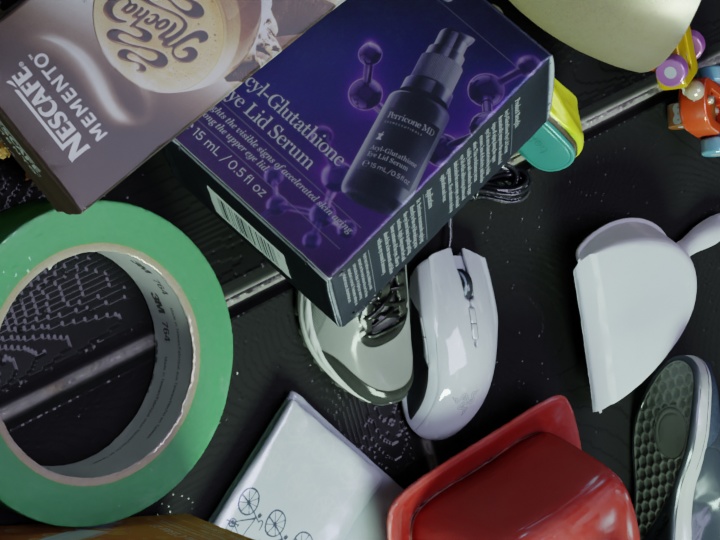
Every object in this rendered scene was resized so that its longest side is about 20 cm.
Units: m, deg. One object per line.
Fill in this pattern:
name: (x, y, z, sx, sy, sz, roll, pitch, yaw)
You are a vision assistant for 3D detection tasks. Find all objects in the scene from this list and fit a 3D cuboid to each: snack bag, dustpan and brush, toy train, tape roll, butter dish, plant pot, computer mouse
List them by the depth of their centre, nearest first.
tape roll: (-0.173, 0.055, 1.209, 0.200, 0.048, 0.201, -4, 97, -37)
snack bag: (-0.032, 0.213, 1.351, 0.200, 0.021, 0.189, 44, 68, -32)
plant pot: (0.151, -0.246, 1.356, 0.134, 0.200, 0.200, 9, 89, -12)
butter dish: (0.135, 0.218, 1.387, 0.200, 0.148, 0.200, -27, 117, -36)
computer mouse: (0.071, 0.023, 1.395, 0.110, 0.044, 0.200, -2, 96, -38)
toy train: (0.238, -0.188, 1.500, 0.150, 0.056, 0.200, 4, 82, -64)
dustpan and brush: (0.229, 0.005, 1.517, 0.200, 0.057, 0.140, -27, 122, -26)

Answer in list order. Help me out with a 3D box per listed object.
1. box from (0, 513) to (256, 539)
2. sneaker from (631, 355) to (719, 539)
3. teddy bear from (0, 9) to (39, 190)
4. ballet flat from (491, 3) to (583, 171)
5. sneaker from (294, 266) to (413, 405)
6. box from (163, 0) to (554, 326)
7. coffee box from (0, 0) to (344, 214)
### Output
box: (-0.165, 0.207, 1.172, 0.200, 0.124, 0.098, 0, 94, -32)
sneaker: (0.289, 0.158, 1.546, 0.146, 0.077, 0.202, -4, 108, -26)
teddy bear: (-0.187, -0.118, 1.179, 0.200, 0.067, 0.145, -34, 105, -23)
ballet flat: (0.093, -0.148, 1.390, 0.200, 0.067, 0.067, 41, 49, -36)
sneaker: (0.000, 0.000, 1.317, 0.074, 0.079, 0.200, -27, 112, -34)
box: (0.001, -0.092, 1.217, 0.200, 0.148, 0.104, -47, 165, -10)
coffee box: (-0.123, -0.136, 1.115, 0.200, 0.080, 0.113, -41, 104, -13)
